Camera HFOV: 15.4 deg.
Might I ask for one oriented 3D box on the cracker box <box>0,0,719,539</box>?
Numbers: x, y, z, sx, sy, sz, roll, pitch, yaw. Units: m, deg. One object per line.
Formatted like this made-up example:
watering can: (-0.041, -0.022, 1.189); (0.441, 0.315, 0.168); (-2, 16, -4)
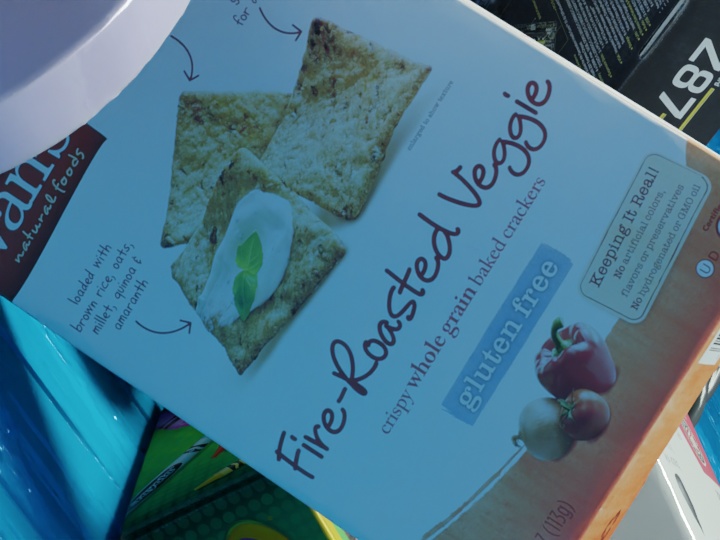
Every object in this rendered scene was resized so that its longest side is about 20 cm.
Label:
cracker box: (-0.001, -0.012, 0.715); (0.200, 0.134, 0.058); (33, 6, 14)

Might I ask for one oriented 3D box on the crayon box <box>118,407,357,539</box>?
crayon box: (0.005, 0.129, 0.822); (0.200, 0.058, 0.119); (61, 11, -14)

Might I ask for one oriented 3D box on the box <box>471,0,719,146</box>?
box: (0.079, -0.115, 0.917); (0.049, 0.161, 0.200); (20, 34, -29)

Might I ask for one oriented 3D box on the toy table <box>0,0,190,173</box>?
toy table: (-0.106, -0.128, 0.647); (0.200, 0.184, 0.117); (-102, 175, -49)

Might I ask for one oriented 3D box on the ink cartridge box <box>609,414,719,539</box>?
ink cartridge box: (0.092, 0.127, 0.854); (0.200, 0.083, 0.147); (67, 10, 18)

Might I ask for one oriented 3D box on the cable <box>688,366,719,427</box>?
cable: (0.066, 0.006, 1.127); (0.200, 0.051, 0.163); (12, 39, -16)
